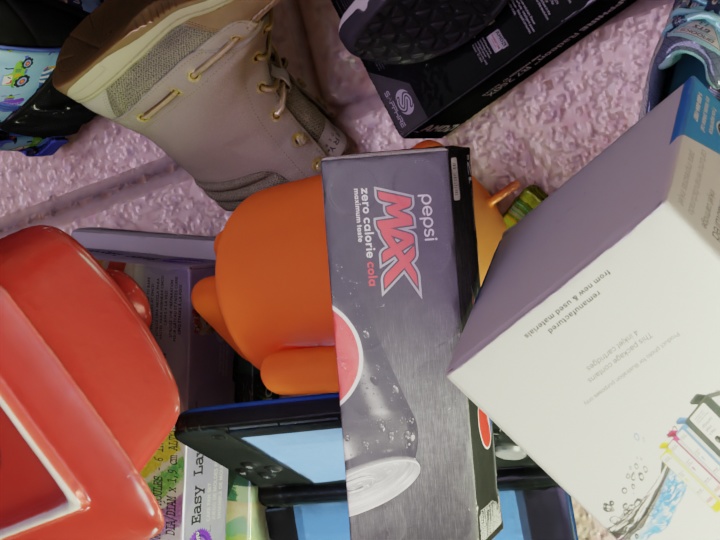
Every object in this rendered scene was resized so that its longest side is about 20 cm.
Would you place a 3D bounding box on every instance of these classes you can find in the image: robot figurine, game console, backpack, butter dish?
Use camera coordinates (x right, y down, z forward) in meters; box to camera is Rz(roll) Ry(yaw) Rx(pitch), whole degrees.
[{"bbox_3d":[0.000,-0.002,1.164,0.199,0.144,0.117,-11,96,39],"label":"robot figurine"},{"bbox_3d":[0.013,0.148,1.173,0.199,0.171,0.119,-8,65,28],"label":"game console"},{"bbox_3d":[-0.255,-0.161,1.278,0.135,0.200,0.183,-47,71,26],"label":"backpack"},{"bbox_3d":[-0.177,0.053,1.182,0.200,0.148,0.200,54,142,-8],"label":"butter dish"}]

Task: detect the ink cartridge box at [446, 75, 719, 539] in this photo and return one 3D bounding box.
[{"bbox_3d":[0.171,0.044,1.015,0.200,0.147,0.145,44,119,-10],"label":"ink cartridge box"}]

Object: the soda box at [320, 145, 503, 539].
[{"bbox_3d":[0.026,0.040,1.053,0.070,0.063,0.201,-4,93,13],"label":"soda box"}]

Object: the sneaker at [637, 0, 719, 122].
[{"bbox_3d":[0.193,-0.123,1.066,0.077,0.086,0.201,22,105,28],"label":"sneaker"}]

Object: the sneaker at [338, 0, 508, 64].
[{"bbox_3d":[0.057,-0.196,1.113,0.200,0.072,0.083,-46,46,25],"label":"sneaker"}]

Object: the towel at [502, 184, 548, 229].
[{"bbox_3d":[0.064,0.050,1.201,0.086,0.018,0.200,49,117,20],"label":"towel"}]

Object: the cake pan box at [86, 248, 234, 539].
[{"bbox_3d":[-0.164,0.086,1.288,0.184,0.052,0.201,8,98,34],"label":"cake pan box"}]

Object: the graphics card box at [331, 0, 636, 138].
[{"bbox_3d":[0.078,-0.175,1.156,0.200,0.051,0.126,-35,76,28],"label":"graphics card box"}]

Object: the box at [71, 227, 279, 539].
[{"bbox_3d":[-0.117,0.076,1.306,0.144,0.036,0.201,4,97,32],"label":"box"}]

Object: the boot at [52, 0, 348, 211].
[{"bbox_3d":[-0.055,-0.119,1.185,0.200,0.155,0.072,-30,38,30],"label":"boot"}]
